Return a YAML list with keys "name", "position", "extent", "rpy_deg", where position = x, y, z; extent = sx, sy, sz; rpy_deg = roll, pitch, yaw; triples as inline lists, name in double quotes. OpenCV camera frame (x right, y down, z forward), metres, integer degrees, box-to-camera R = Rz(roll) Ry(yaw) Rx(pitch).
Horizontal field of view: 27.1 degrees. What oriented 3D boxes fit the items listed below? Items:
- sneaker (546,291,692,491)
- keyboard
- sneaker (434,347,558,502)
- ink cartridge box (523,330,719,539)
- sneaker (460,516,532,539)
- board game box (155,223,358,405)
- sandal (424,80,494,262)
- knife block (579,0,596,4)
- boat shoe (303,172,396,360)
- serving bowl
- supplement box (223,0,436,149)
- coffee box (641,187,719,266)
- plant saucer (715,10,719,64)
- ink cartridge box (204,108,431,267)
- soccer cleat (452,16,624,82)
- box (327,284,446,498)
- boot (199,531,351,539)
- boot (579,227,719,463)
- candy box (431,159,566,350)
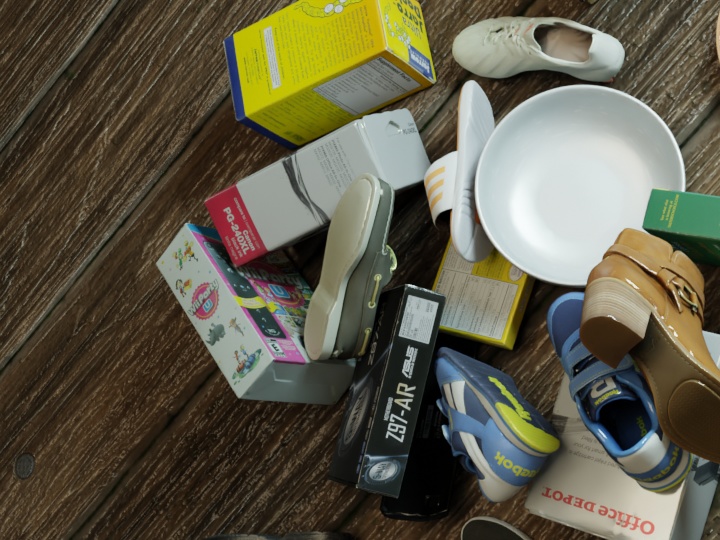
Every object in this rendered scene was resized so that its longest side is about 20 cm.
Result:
- name: "sneaker"
  position: [0.217, 0.095, 1.297]
  extent: [0.074, 0.082, 0.200]
  rpy_deg: [-40, 56, 17]
- name: "keyboard"
  position: [0.087, 0.158, 1.492]
  extent: [0.104, 0.040, 0.200]
  rpy_deg: [-1, 64, 29]
- name: "sneaker"
  position: [0.109, 0.138, 1.391]
  extent: [0.082, 0.074, 0.200]
  rpy_deg: [-64, 25, 16]
- name: "ink cartridge box"
  position: [0.254, 0.148, 1.358]
  extent: [0.145, 0.084, 0.200]
  rpy_deg: [14, 83, 34]
- name: "sneaker"
  position: [0.140, 0.302, 1.377]
  extent: [0.071, 0.099, 0.200]
  rpy_deg: [-45, 56, 16]
- name: "board game box"
  position: [-0.107, 0.047, 1.580]
  extent: [0.064, 0.147, 0.200]
  rpy_deg: [-52, 55, 21]
- name: "sandal"
  position: [0.099, -0.095, 1.508]
  extent: [0.059, 0.079, 0.207]
  rpy_deg: [-13, 55, 28]
- name: "knife block"
  position: [0.199, -0.349, 1.488]
  extent: [0.064, 0.175, 0.200]
  rpy_deg: [-38, 59, 17]
- name: "boat shoe"
  position: [-0.001, -0.001, 1.485]
  extent: [0.072, 0.060, 0.202]
  rpy_deg: [51, 129, 55]
- name: "serving bowl"
  position: [0.213, -0.075, 1.447]
  extent: [0.200, 0.066, 0.201]
  rpy_deg: [-3, 75, 10]
- name: "supplement box"
  position: [-0.035, -0.231, 1.645]
  extent: [0.200, 0.109, 0.110]
  rpy_deg: [-22, 65, 26]
- name: "coffee box"
  position: [0.363, -0.028, 1.319]
  extent: [0.200, 0.123, 0.044]
  rpy_deg: [10, 83, 36]
- name: "plant saucer"
  position: [0.432, -0.226, 1.385]
  extent: [0.200, 0.037, 0.201]
  rpy_deg: [-9, 71, 30]
- name: "ink cartridge box"
  position: [-0.040, -0.088, 1.572]
  extent: [0.200, 0.145, 0.084]
  rpy_deg: [-25, 90, 25]
- name: "soccer cleat"
  position: [0.174, -0.233, 1.528]
  extent: [0.200, 0.078, 0.069]
  rpy_deg: [11, 82, 35]
- name: "box"
  position: [0.025, 0.119, 1.480]
  extent: [0.043, 0.160, 0.200]
  rpy_deg: [15, 83, -10]
- name: "boot"
  position: [-0.095, 0.338, 1.541]
  extent: [0.200, 0.070, 0.132]
  rpy_deg: [-9, 76, 35]
- name: "boot"
  position: [0.272, 0.061, 1.269]
  extent: [0.200, 0.155, 0.077]
  rpy_deg: [36, 127, -3]
- name: "candy box"
  position: [0.138, -0.025, 1.512]
  extent: [0.102, 0.026, 0.200]
  rpy_deg: [13, 78, 36]
